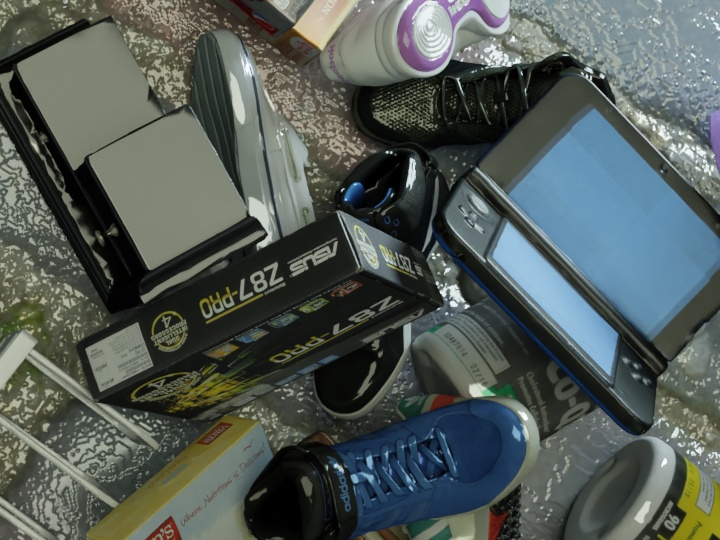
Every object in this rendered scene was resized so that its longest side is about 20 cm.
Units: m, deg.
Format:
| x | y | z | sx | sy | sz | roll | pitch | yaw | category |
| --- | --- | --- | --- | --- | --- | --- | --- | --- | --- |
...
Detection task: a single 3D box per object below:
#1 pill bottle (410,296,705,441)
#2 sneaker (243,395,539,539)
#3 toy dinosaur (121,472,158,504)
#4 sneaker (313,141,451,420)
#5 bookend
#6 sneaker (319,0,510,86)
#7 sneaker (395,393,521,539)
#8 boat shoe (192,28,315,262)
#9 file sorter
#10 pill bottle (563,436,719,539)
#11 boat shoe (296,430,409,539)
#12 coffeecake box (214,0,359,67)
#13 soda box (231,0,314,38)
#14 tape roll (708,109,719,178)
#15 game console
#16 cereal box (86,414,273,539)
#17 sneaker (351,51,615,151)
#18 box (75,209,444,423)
| x | y | z | sx | sy | sz | roll | pitch | yaw | category |
| --- | --- | --- | --- | --- | --- | --- | --- | --- | --- |
| 0.148 | 0.054 | 1.240 | 0.200 | 0.113 | 0.113 | -29 | 95 | -14 | pill bottle |
| 0.013 | 0.137 | 1.082 | 0.111 | 0.200 | 0.077 | -7 | 80 | -56 | sneaker |
| -0.116 | 0.195 | 1.190 | 0.200 | 0.060 | 0.106 | 43 | 63 | -42 | toy dinosaur |
| 0.000 | 0.000 | 1.199 | 0.073 | 0.112 | 0.200 | 14 | 75 | 24 | sneaker |
| -0.166 | -0.080 | 1.120 | 0.092 | 0.200 | 0.199 | -30 | 95 | -15 | bookend |
| 0.041 | -0.187 | 1.224 | 0.200 | 0.100 | 0.075 | -36 | 110 | -52 | sneaker |
| 0.058 | 0.177 | 1.173 | 0.093 | 0.070 | 0.200 | 11 | 111 | 26 | sneaker |
| -0.072 | -0.079 | 1.220 | 0.067 | 0.074 | 0.200 | -14 | 101 | -29 | boat shoe |
| -0.243 | 0.155 | 1.119 | 0.125 | 0.139 | 0.200 | 38 | 79 | -11 | file sorter |
| 0.263 | 0.226 | 1.261 | 0.200 | 0.114 | 0.114 | 37 | 79 | -10 | pill bottle |
| 0.028 | 0.189 | 1.228 | 0.072 | 0.076 | 0.200 | -44 | 105 | -19 | boat shoe |
| -0.071 | -0.273 | 1.219 | 0.200 | 0.073 | 0.154 | 37 | 79 | -10 | coffeecake box |
| -0.018 | -0.261 | 1.162 | 0.070 | 0.063 | 0.200 | 40 | 79 | -11 | soda box |
| 0.331 | -0.038 | 1.249 | 0.066 | 0.200 | 0.200 | -23 | 94 | 21 | tape roll |
| 0.164 | -0.016 | 1.134 | 0.200 | 0.171 | 0.118 | 45 | 110 | -4 | game console |
| -0.095 | 0.219 | 1.142 | 0.144 | 0.040 | 0.200 | -39 | 122 | -40 | cereal box |
| 0.098 | -0.128 | 1.238 | 0.199 | 0.114 | 0.076 | 4 | 85 | -13 | sneaker |
| -0.063 | 0.035 | 1.101 | 0.200 | 0.161 | 0.049 | -27 | 74 | 15 | box |
